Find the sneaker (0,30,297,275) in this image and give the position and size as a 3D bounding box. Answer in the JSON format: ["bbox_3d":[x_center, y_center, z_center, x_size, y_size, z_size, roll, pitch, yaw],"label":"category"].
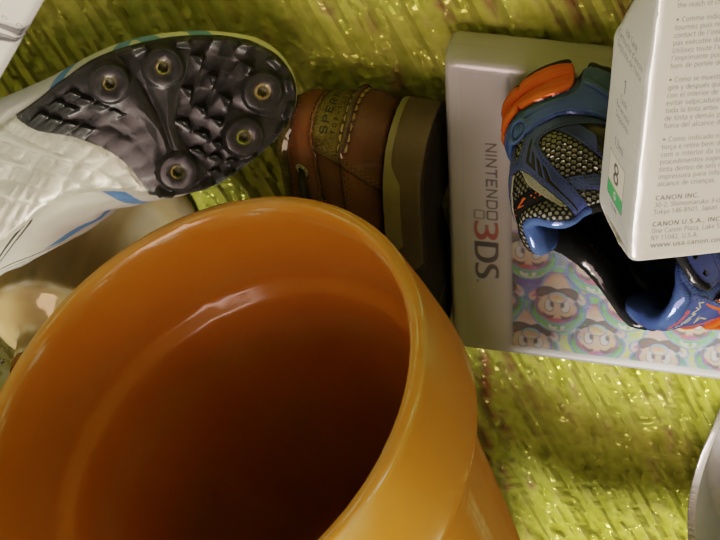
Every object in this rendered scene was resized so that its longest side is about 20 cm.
[{"bbox_3d":[-0.116,-0.051,1.174,0.200,0.072,0.072,-22,105,18],"label":"sneaker"}]

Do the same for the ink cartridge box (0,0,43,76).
[{"bbox_3d":[-0.178,-0.151,1.077,0.146,0.085,0.200,25,138,-12],"label":"ink cartridge box"}]

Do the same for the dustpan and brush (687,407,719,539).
[{"bbox_3d":[0.208,0.154,1.336,0.139,0.057,0.200,14,141,0],"label":"dustpan and brush"}]

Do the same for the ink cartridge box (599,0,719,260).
[{"bbox_3d":[0.174,-0.103,1.022,0.161,0.050,0.200,-6,122,-13],"label":"ink cartridge box"}]

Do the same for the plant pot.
[{"bbox_3d":[-0.023,0.103,1.152,0.200,0.200,0.183,-10,141,27],"label":"plant pot"}]

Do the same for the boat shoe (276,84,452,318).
[{"bbox_3d":[0.000,0.000,1.220,0.068,0.072,0.200,10,131,11],"label":"boat shoe"}]

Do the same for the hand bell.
[{"bbox_3d":[-0.141,0.050,1.212,0.104,0.200,0.104,9,141,7],"label":"hand bell"}]

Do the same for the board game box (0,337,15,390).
[{"bbox_3d":[-0.168,0.084,1.261,0.120,0.200,0.032,26,141,-13],"label":"board game box"}]

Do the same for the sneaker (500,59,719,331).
[{"bbox_3d":[0.136,-0.001,1.124,0.200,0.079,0.075,27,140,-14],"label":"sneaker"}]

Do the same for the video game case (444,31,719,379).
[{"bbox_3d":[0.136,-0.019,1.182,0.200,0.024,0.182,7,140,9],"label":"video game case"}]
